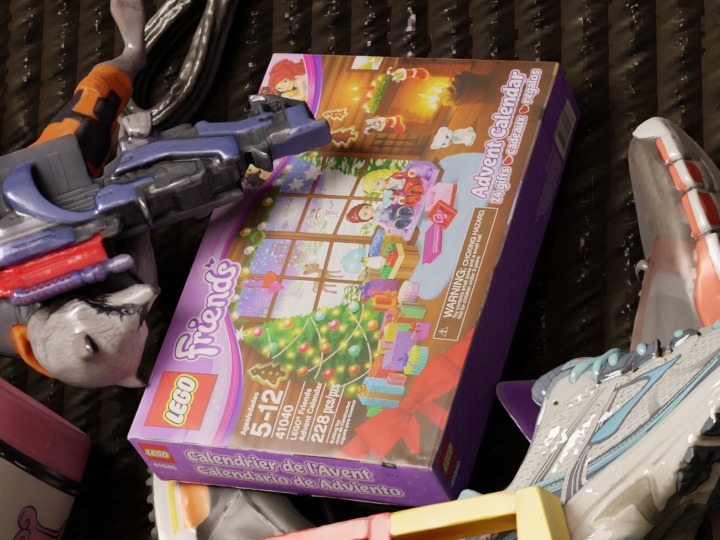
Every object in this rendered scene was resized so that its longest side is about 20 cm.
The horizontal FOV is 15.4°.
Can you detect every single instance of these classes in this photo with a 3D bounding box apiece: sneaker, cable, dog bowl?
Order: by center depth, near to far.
[{"bbox_3d":[0.107,0.053,0.984,0.200,0.078,0.086,-47,56,13],"label":"sneaker"},{"bbox_3d":[0.126,0.035,1.053,0.082,0.077,0.200,-24,65,22],"label":"sneaker"},{"bbox_3d":[-0.025,0.147,1.084,0.090,0.070,0.200,-24,63,19],"label":"sneaker"},{"bbox_3d":[-0.200,0.058,1.119,0.200,0.200,0.074,29,84,29],"label":"dog bowl"},{"bbox_3d":[-0.053,-0.153,1.205,0.200,0.050,0.097,-42,63,7],"label":"cable"}]

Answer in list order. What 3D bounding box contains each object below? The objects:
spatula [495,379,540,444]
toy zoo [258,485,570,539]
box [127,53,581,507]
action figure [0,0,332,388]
[{"bbox_3d":[0.110,0.129,1.049,0.021,0.056,0.200,-35,68,38],"label":"spatula"},{"bbox_3d":[0.010,0.153,0.965,0.200,0.020,0.132,-14,65,25],"label":"toy zoo"},{"bbox_3d":[0.000,0.000,1.106,0.137,0.039,0.200,3,57,25],"label":"box"},{"bbox_3d":[-0.107,-0.029,1.132,0.199,0.105,0.194,-13,47,1],"label":"action figure"}]
